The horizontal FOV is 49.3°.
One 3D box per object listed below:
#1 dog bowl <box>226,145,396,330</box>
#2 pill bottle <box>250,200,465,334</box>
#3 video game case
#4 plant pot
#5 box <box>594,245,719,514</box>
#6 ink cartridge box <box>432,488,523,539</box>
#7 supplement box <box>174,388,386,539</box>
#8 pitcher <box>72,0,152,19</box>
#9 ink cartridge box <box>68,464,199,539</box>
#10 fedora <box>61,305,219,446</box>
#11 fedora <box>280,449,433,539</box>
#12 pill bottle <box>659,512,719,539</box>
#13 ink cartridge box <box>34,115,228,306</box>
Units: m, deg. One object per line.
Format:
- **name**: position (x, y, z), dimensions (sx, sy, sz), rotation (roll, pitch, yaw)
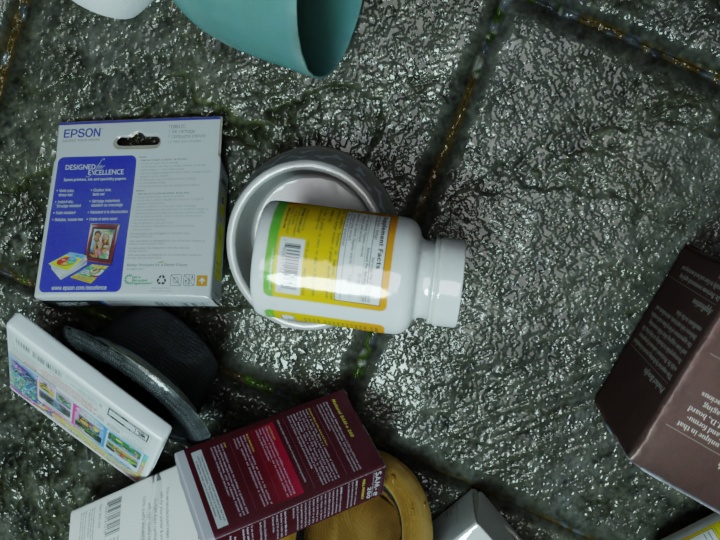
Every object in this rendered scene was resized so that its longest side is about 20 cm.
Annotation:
- **dog bowl**: position (-0.055, -0.030, 0.845), dimensions (0.194, 0.059, 0.206), rotation (1, 100, 5)
- **pill bottle**: position (0.000, 0.000, 0.758), dimensions (0.194, 0.111, 0.114), rotation (8, 101, 4)
- **video game case**: position (-0.303, 0.149, 0.864), dimensions (0.198, 0.024, 0.183), rotation (36, 144, -1)
- **plant pot**: position (-0.093, -0.300, 0.737), dimensions (0.157, 0.200, 0.206), rotation (15, 101, 12)
- **box**: position (0.361, 0.110, 0.768), dimensions (0.162, 0.166, 0.203), rotation (27, 102, 0)
- **ink cartridge box**: position (0.103, 0.373, 0.883), dimensions (0.200, 0.084, 0.146), rotation (-43, 94, 12)
- **supplement box**: position (-0.083, 0.213, 0.820), dimensions (0.196, 0.110, 0.062), rotation (-17, 139, -20)
- **pitcher**: position (-0.234, -0.373, 0.779), dimensions (0.119, 0.173, 0.202), rotation (13, 123, -25)
- **ink cartridge box**: position (-0.221, 0.311, 0.870), dimensions (0.196, 0.147, 0.085), rotation (-24, 135, 10)
- **fedora**: position (-0.224, 0.099, 0.849), dimensions (0.199, 0.201, 0.092), rotation (36, 62, 0)
- **fedora**: position (-0.007, 0.302, 0.862), dimensions (0.195, 0.082, 0.205), rotation (-6, 55, 9)
- **pill bottle**: position (0.380, 0.320, 0.834), dimensions (0.197, 0.104, 0.106), rotation (-31, 95, 11)
- **ink cartridge box**: position (-0.243, -0.063, 0.853), dimensions (0.192, 0.047, 0.205), rotation (0, 72, 7)
